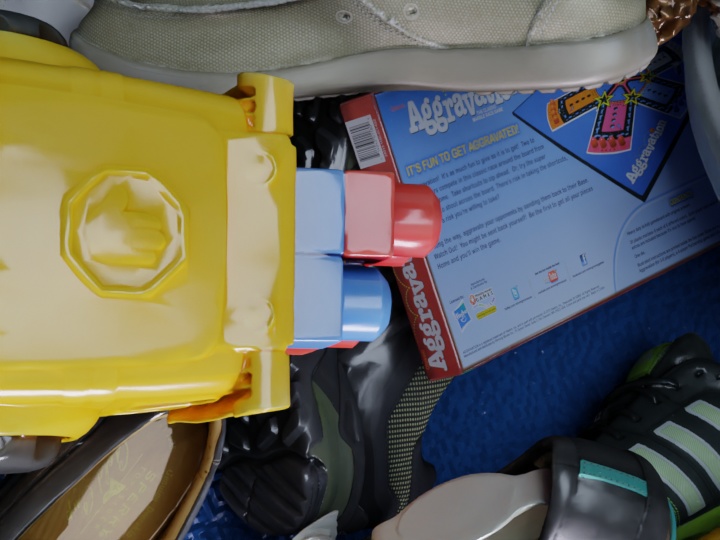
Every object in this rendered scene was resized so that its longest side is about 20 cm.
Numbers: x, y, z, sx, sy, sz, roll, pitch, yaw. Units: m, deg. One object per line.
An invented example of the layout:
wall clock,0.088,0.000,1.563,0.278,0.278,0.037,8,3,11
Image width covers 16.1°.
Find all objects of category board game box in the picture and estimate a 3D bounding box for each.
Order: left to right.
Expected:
board game box,0.075,-0.037,0.956,0.199,0.019,0.104,-23,97,-48

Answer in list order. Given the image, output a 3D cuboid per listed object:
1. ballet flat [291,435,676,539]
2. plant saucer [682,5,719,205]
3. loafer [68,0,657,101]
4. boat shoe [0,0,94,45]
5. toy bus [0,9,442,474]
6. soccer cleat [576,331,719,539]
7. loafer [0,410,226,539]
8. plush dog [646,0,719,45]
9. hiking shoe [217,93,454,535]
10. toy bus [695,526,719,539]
ballet flat,0.014,0.106,0.872,0.068,0.199,0.068,31,37,-39
plant saucer,0.191,-0.037,1.008,0.199,0.050,0.201,25,46,-28
loafer,-0.001,-0.094,0.854,0.198,0.076,0.069,-1,100,8
boat shoe,-0.151,-0.095,0.870,0.199,0.069,0.071,23,74,-22
toy bus,-0.079,-0.003,0.814,0.190,0.200,0.137,1,84,-18
soccer cleat,0.109,0.073,0.985,0.199,0.067,0.082,-15,82,-31
loafer,-0.113,0.116,0.869,0.073,0.072,0.201,34,74,-20
plush dog,0.176,-0.113,0.917,0.200,0.171,0.161,-35,147,-58
hiking shoe,0.000,0.000,0.941,0.100,0.075,0.202,13,80,-42
toy bus,0.150,0.134,0.924,0.199,0.078,0.065,-23,140,-39
